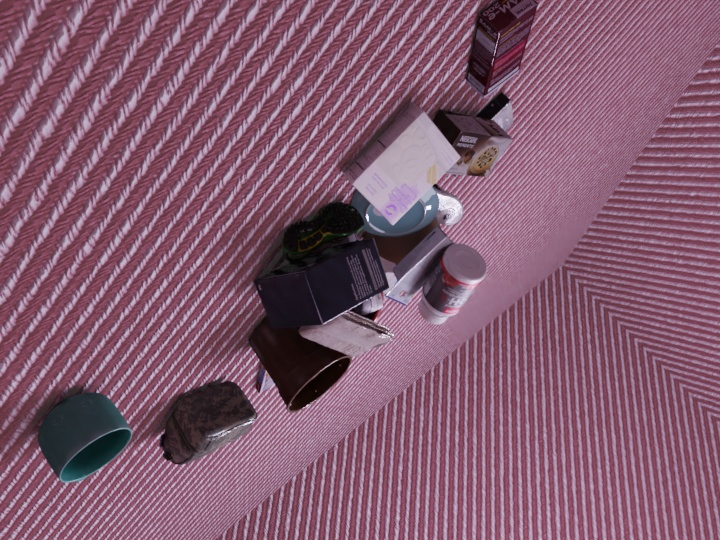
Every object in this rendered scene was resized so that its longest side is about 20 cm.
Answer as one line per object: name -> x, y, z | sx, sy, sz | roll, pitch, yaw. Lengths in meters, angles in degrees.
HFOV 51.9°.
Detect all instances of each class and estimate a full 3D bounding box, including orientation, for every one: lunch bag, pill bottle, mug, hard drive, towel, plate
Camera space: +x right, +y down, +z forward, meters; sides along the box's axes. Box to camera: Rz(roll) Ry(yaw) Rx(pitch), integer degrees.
lunch bag -> -0.382, 0.388, 1.832 | 0.199, 0.140, 0.168 | -15, 147, -52
pill bottle -> 0.212, 0.039, 1.771 | 0.110, 0.111, 0.201 | -27, 156, -38
mug -> -0.538, 0.316, 1.399 | 0.185, 0.115, 0.152 | -44, 162, 6
hard drive -> 0.287, -0.325, 1.796 | 0.200, 0.038, 0.140 | -44, 162, 1
towel -> -0.028, 0.142, 1.645 | 0.132, 0.035, 0.199 | -27, 145, 33
plate -> 0.076, -0.132, 1.622 | 0.197, 0.026, 0.201 | -2, 143, -1

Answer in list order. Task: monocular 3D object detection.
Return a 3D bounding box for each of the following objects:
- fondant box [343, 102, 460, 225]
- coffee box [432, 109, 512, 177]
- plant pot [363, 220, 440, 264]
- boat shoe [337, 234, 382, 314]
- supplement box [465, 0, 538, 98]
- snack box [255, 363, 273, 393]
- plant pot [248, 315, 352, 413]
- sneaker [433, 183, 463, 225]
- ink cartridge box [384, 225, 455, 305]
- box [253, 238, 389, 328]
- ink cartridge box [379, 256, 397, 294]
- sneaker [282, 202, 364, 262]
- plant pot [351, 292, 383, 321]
fondant box -> 0.085, -0.213, 1.496 | 0.200, 0.058, 0.144 | -44, 127, 7
coffee box -> 0.232, -0.280, 1.651 | 0.198, 0.080, 0.114 | -2, 135, -46
plant pot -> 0.124, -0.088, 1.830 | 0.199, 0.135, 0.201 | -37, 160, -16
boat shoe -> 0.000, 0.000, 1.684 | 0.066, 0.203, 0.073 | -8, 173, -32
supplement box -> 0.277, -0.448, 1.469 | 0.108, 0.061, 0.201 | -38, 162, -16
snack box -> -0.243, 0.269, 2.034 | 0.072, 0.024, 0.201 | -31, 158, -33
plant pot -> -0.158, 0.204, 1.797 | 0.200, 0.198, 0.201 | -38, 161, -15
sneaker -> 0.158, -0.183, 1.705 | 0.073, 0.112, 0.199 | -45, 141, 15
ink cartridge box -> 0.142, -0.008, 1.767 | 0.200, 0.041, 0.199 | -44, 162, 6
box -> -0.082, 0.028, 1.560 | 0.199, 0.119, 0.196 | -26, -169, -38
ink cartridge box -> 0.036, 0.024, 1.998 | 0.115, 0.068, 0.199 | -48, 161, 16
sneaker -> -0.081, -0.079, 1.550 | 0.198, 0.079, 0.085 | -23, 161, -26
plant pot -> -0.027, 0.068, 1.805 | 0.200, 0.201, 0.177 | -44, 169, 7
